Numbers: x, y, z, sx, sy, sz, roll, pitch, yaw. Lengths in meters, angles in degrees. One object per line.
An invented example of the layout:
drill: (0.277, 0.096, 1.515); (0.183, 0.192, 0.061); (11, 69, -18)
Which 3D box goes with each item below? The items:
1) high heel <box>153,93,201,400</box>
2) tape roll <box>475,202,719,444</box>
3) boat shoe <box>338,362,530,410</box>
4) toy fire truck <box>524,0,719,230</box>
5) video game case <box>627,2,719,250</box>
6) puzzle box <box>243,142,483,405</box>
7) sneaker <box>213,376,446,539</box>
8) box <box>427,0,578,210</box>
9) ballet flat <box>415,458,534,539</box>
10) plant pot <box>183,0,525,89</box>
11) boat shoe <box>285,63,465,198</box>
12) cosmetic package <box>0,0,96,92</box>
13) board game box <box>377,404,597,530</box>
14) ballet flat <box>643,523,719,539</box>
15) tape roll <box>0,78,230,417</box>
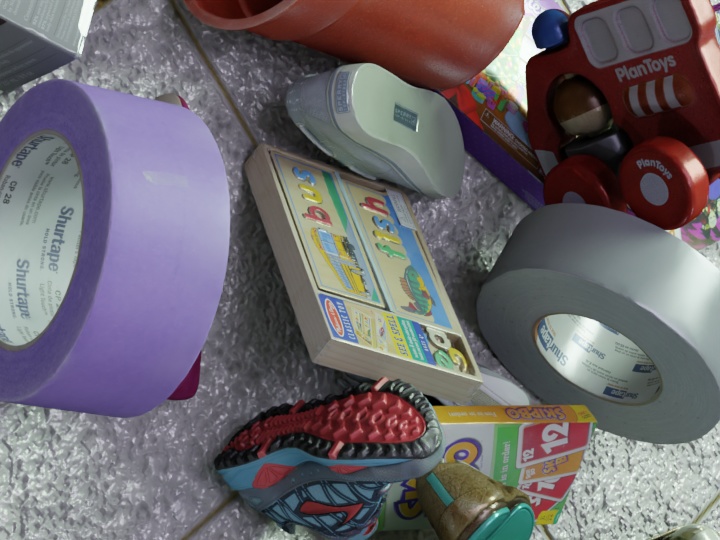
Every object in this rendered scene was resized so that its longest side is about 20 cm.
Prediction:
high heel: (-0.131, -0.015, 1.470); (0.096, 0.067, 0.201); (37, 60, -51)
tape roll: (0.187, 0.041, 1.597); (0.200, 0.200, 0.066); (44, 60, -23)
boat shoe: (0.042, 0.087, 1.564); (0.202, 0.074, 0.065); (30, 68, -39)
toy fire truck: (0.196, -0.121, 1.580); (0.112, 0.200, 0.168); (-31, 103, -37)
video game case: (0.272, -0.114, 1.754); (0.200, 0.036, 0.182); (-22, 107, -46)
puzzle box: (0.000, 0.000, 1.503); (0.133, 0.025, 0.200); (16, 36, -34)
sneaker: (-0.004, 0.132, 1.442); (0.096, 0.200, 0.079); (54, 54, -19)
box: (0.132, -0.138, 1.685); (0.200, 0.039, 0.137); (39, 61, -26)
ballet flat: (0.073, 0.162, 1.496); (0.068, 0.200, 0.072); (-45, 74, 2)
plant pot: (0.008, -0.227, 1.522); (0.195, 0.200, 0.202); (22, 70, -40)
boat shoe: (0.012, -0.102, 1.565); (0.201, 0.071, 0.070); (28, 66, -59)
cosmetic package: (-0.270, -0.198, 1.354); (0.200, 0.107, 0.091); (23, 69, -30)
board game box: (0.070, 0.141, 1.560); (0.199, 0.030, 0.096); (3, 121, -28)
ballet flat: (0.239, 0.231, 1.680); (0.199, 0.067, 0.068); (-13, 58, -38)
tape roll: (-0.168, -0.013, 1.341); (0.085, 0.200, 0.201); (10, 77, -34)
